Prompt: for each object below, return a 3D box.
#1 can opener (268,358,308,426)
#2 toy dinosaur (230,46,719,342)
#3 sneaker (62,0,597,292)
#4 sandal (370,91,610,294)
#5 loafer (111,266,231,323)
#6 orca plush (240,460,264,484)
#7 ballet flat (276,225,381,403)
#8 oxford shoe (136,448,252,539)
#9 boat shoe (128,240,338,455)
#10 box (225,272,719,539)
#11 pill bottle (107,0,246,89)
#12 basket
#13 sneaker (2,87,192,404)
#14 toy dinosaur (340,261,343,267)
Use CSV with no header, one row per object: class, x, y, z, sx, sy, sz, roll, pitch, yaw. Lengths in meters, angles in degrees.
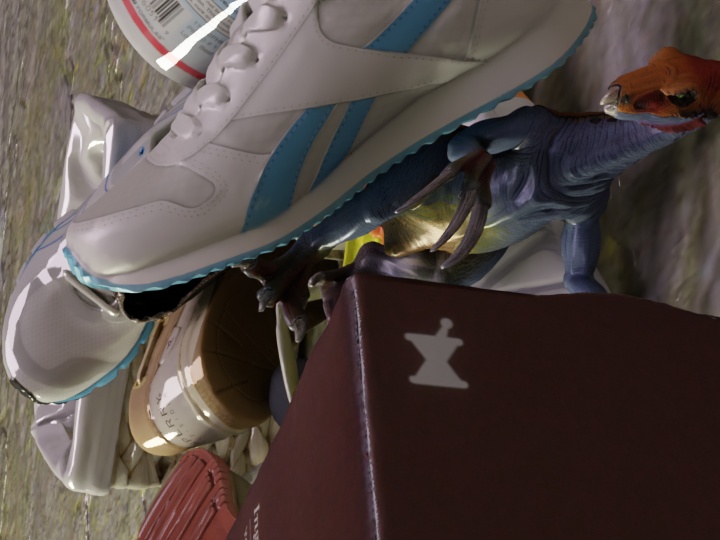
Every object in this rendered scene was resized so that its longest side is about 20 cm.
can opener,0.003,0.100,1.055,0.200,0.066,0.054,-112,32,-59
toy dinosaur,0.043,-0.040,0.858,0.181,0.105,0.201,-37,48,18
sneaker,-0.021,-0.065,0.839,0.081,0.199,0.077,57,174,-16
sandal,0.054,-0.018,0.947,0.079,0.059,0.207,-53,52,31
loafer,-0.046,-0.043,1.094,0.200,0.073,0.072,-49,26,32
orca plush,-0.047,0.137,1.207,0.071,0.105,0.200,59,144,4
ballet flat,0.000,0.000,1.044,0.067,0.067,0.201,65,-152,-60
oxford shoe,-0.046,0.135,1.059,0.071,0.074,0.200,-59,23,5
boat shoe,-0.066,0.023,1.194,0.069,0.074,0.200,-30,14,25
box,0.051,0.131,0.705,0.200,0.165,0.165,115,156,-49
pill bottle,-0.021,-0.167,1.098,0.200,0.108,0.109,-33,49,43
basket,-0.100,0.014,1.337,0.136,0.123,0.201,-149,65,-72
sneaker,-0.110,-0.022,1.207,0.200,0.075,0.087,-55,2,-4
toy dinosaur,-0.005,-0.052,1.196,0.101,0.058,0.201,91,175,-49
